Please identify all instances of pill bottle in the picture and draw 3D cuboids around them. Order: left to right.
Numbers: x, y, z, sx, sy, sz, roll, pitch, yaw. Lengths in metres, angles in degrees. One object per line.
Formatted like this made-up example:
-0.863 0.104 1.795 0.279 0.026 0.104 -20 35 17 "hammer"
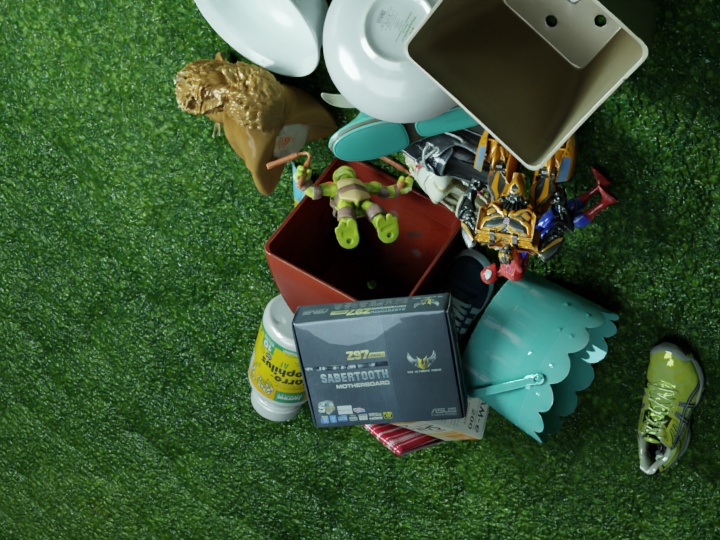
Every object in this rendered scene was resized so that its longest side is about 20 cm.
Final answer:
-0.111 0.138 1.979 0.112 0.113 0.201 31 135 12 "pill bottle"

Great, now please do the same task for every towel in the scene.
0.029 0.189 1.871 0.200 0.144 0.023 40 117 27 "towel"

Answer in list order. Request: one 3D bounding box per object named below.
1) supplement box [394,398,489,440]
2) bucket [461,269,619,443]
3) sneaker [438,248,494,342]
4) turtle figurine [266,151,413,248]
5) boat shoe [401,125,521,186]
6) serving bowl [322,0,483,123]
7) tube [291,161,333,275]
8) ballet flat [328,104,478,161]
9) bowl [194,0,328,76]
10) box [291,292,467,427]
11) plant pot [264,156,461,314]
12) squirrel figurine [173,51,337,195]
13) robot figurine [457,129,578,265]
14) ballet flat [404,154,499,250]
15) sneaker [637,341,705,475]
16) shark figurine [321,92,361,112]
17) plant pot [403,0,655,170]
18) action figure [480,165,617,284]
0.062 0.172 1.761 0.199 0.074 0.126 18 166 -15 "supplement box"
0.226 0.107 1.661 0.134 0.207 0.208 30 135 20 "bucket"
0.117 0.066 1.764 0.070 0.109 0.201 32 136 12 "sneaker"
-0.018 -0.091 1.661 0.199 0.162 0.065 4 124 -18 "turtle figurine"
0.102 -0.150 1.609 0.199 0.068 0.072 20 137 2 "boat shoe"
0.049 -0.276 1.502 0.199 0.066 0.201 -1 85 9 "serving bowl"
-0.069 -0.054 1.848 0.077 0.050 0.201 44 149 51 "tube"
0.056 -0.188 1.570 0.199 0.071 0.067 -16 140 7 "ballet flat"
-0.111 -0.345 1.609 0.200 0.091 0.201 30 157 14 "bowl"
0.026 0.114 1.608 0.199 0.051 0.159 -5 116 11 "box"
0.000 0.000 1.751 0.199 0.200 0.177 29 147 13 "plant pot"
-0.162 -0.228 1.707 0.187 0.142 0.200 40 175 30 "squirrel figurine"
0.190 -0.106 1.530 0.144 0.201 0.058 9 168 22 "robot figurine"
0.130 -0.098 1.665 0.200 0.064 0.076 36 136 7 "ballet flat"
0.400 0.183 1.679 0.075 0.076 0.201 13 127 29 "sneaker"
0.031 -0.265 1.605 0.127 0.090 0.215 12 147 -17 "shark figurine"
0.204 -0.270 1.396 0.200 0.177 0.200 42 132 0 "plant pot"
0.206 -0.060 1.582 0.099 0.065 0.200 34 118 -24 "action figure"
